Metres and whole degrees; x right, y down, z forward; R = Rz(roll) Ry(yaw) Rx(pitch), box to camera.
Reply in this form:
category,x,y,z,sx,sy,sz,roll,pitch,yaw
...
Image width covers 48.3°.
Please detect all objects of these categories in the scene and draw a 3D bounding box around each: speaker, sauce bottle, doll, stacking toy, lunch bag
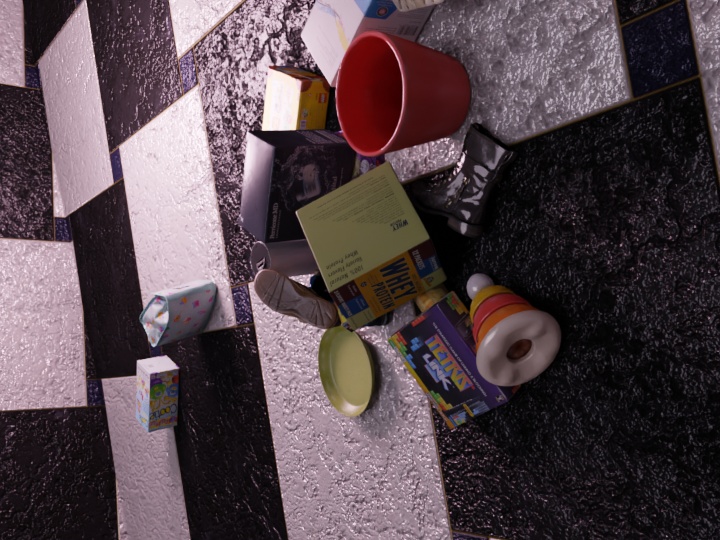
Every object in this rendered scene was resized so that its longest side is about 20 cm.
category,x,y,z,sx,sy,sz,roll,pitch,yaw
speaker,-0.131,-0.028,1.696,0.081,0.197,0.083,11,105,51
sauce bottle,0.109,0.015,1.494,0.201,0.065,0.067,57,136,32
doll,-0.056,0.034,1.636,0.199,0.048,0.137,-42,41,8
stacking toy,0.227,0.077,1.323,0.201,0.143,0.148,-116,37,-51
lunch bag,-0.506,0.105,2.254,0.123,0.169,0.201,56,136,19

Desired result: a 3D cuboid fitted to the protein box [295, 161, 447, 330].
category,x,y,z,sx,sy,sz,roll,pitch,yaw
protein box,0.019,-0.045,1.442,0.202,0.196,0.135,64,-177,38

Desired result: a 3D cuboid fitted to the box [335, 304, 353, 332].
category,x,y,z,sx,sy,sz,roll,pitch,yaw
box,0.000,0.000,1.563,0.135,0.038,0.202,-31,54,15

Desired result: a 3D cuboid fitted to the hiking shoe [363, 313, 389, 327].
category,x,y,z,sx,sy,sz,roll,pitch,yaw
hiking shoe,-0.026,0.066,1.666,0.199,0.086,0.076,16,109,51

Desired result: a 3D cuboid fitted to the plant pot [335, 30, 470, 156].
category,x,y,z,sx,sy,sz,roll,pitch,yaw
plant pot,0.080,-0.301,1.382,0.199,0.175,0.205,13,107,51

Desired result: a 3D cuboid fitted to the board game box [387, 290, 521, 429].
category,x,y,z,sx,sy,sz,roll,pitch,yaw
board game box,0.160,0.160,1.403,0.201,0.056,0.165,53,140,4

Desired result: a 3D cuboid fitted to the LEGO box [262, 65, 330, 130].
category,x,y,z,sx,sy,sz,roll,pitch,yaw
LEGO box,-0.146,-0.332,1.766,0.148,0.076,0.204,33,122,46

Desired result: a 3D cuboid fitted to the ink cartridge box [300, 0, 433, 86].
category,x,y,z,sx,sy,sz,roll,pitch,yaw
ink cartridge box,0.009,-0.459,1.476,0.146,0.145,0.201,60,138,27

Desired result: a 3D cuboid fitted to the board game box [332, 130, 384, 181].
category,x,y,z,sx,sy,sz,roll,pitch,yaw
board game box,-0.021,-0.229,1.659,0.198,0.032,0.123,-2,90,54

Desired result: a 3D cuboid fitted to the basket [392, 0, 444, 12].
category,x,y,z,sx,sy,sz,roll,pitch,yaw
basket,0.091,-0.535,1.294,0.134,0.124,0.201,8,141,52

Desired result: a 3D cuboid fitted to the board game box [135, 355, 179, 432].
category,x,y,z,sx,sy,sz,roll,pitch,yaw
board game box,-0.643,0.389,2.547,0.104,0.102,0.204,27,117,47

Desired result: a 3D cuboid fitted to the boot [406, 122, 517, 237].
category,x,y,z,sx,sy,sz,roll,pitch,yaw
boot,0.174,-0.169,1.384,0.199,0.068,0.177,36,118,40

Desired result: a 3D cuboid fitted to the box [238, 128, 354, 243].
category,x,y,z,sx,sy,sz,roll,pitch,yaw
box,-0.130,-0.174,1.628,0.117,0.197,0.200,34,123,46

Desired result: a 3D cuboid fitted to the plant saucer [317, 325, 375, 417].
category,x,y,z,sx,sy,sz,roll,pitch,yaw
plant saucer,-0.025,0.214,1.739,0.198,0.031,0.204,12,105,52

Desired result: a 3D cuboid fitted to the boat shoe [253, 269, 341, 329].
category,x,y,z,sx,sy,sz,roll,pitch,yaw
boat shoe,-0.121,0.060,1.588,0.197,0.072,0.073,23,90,22
